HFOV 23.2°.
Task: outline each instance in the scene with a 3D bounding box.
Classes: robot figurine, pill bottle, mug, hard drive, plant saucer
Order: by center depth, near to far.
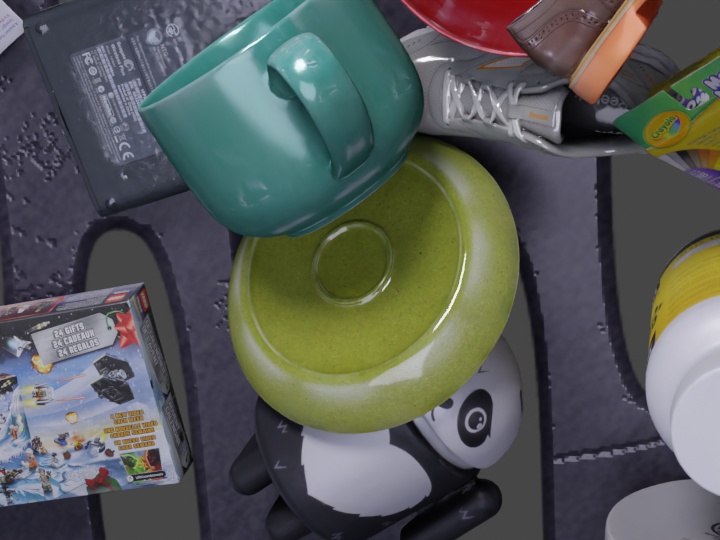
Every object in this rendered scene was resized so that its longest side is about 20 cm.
[{"bbox_3d":[-0.041,-0.084,1.013,0.151,0.185,0.115,-29,105,23],"label":"mug"},{"bbox_3d":[0.224,0.054,1.032,0.111,0.200,0.113,4,109,10],"label":"pill bottle"},{"bbox_3d":[0.000,0.000,1.084,0.198,0.031,0.202,-10,64,21],"label":"plant saucer"},{"bbox_3d":[-0.102,-0.128,1.128,0.198,0.033,0.141,-16,105,17],"label":"hard drive"},{"bbox_3d":[0.011,0.100,1.133,0.199,0.126,0.150,-32,137,20],"label":"robot figurine"}]

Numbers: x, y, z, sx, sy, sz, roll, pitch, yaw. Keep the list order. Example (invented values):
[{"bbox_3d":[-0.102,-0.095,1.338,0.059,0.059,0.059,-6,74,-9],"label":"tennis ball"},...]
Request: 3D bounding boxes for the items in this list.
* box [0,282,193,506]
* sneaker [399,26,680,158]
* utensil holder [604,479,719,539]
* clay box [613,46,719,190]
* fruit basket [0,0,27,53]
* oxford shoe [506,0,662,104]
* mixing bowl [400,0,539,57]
[{"bbox_3d":[-0.229,0.092,1.228,0.198,0.040,0.138,-9,108,15],"label":"box"},{"bbox_3d":[0.096,-0.107,1.061,0.198,0.092,0.077,3,110,12],"label":"sneaker"},{"bbox_3d":[0.233,0.256,1.122,0.168,0.170,0.202,3,107,11],"label":"utensil holder"},{"bbox_3d":[0.253,-0.079,0.994,0.199,0.048,0.115,25,148,-25],"label":"clay box"},{"bbox_3d":[-0.347,-0.178,1.147,0.185,0.094,0.200,-38,113,21],"label":"fruit basket"},{"bbox_3d":[0.146,-0.187,0.920,0.073,0.071,0.201,33,113,4],"label":"oxford shoe"},{"bbox_3d":[0.101,-0.234,1.007,0.198,0.108,0.202,4,110,11],"label":"mixing bowl"}]
